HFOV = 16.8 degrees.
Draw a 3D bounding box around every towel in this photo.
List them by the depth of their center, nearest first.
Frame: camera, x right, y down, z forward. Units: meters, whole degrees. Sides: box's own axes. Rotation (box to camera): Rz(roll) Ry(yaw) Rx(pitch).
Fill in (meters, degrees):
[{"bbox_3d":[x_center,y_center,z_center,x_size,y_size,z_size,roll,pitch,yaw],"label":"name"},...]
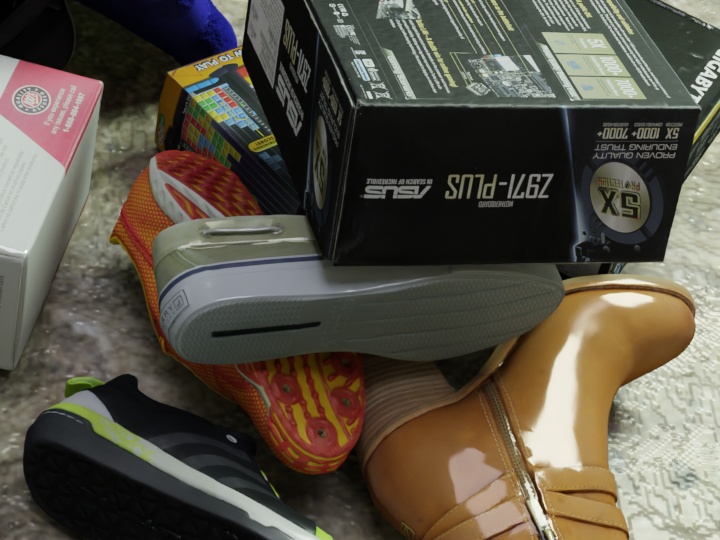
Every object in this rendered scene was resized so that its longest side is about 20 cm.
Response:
[{"bbox_3d":[-0.142,-0.181,1.301,0.148,0.200,0.050,31,83,17],"label":"towel"}]

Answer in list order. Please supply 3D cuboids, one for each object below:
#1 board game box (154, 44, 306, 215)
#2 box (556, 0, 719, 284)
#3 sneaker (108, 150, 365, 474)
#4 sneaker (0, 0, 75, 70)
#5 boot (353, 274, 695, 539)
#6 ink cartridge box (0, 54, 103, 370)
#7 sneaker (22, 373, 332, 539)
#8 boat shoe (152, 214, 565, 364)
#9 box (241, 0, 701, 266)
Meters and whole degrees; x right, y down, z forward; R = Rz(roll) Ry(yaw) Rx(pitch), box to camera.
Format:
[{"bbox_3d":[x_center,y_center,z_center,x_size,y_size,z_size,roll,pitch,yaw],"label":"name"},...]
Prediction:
[{"bbox_3d":[0.017,-0.069,1.319,0.200,0.057,0.165,-24,54,-35],"label":"board game box"},{"bbox_3d":[0.101,-0.088,1.289,0.160,0.049,0.200,27,44,14],"label":"box"},{"bbox_3d":[-0.058,0.028,1.183,0.073,0.077,0.200,3,41,-37],"label":"sneaker"},{"bbox_3d":[-0.208,-0.150,1.254,0.078,0.200,0.079,-47,43,-2],"label":"sneaker"},{"bbox_3d":[0.101,0.089,1.165,0.200,0.074,0.155,-19,50,-16],"label":"boot"},{"bbox_3d":[-0.243,-0.049,1.203,0.200,0.083,0.147,15,42,1],"label":"ink cartridge box"},{"bbox_3d":[-0.060,0.102,1.105,0.200,0.072,0.083,31,42,16],"label":"sneaker"},{"bbox_3d":[0.000,0.000,1.127,0.200,0.072,0.062,-1,53,-25],"label":"boat shoe"},{"bbox_3d":[0.045,-0.090,1.151,0.164,0.086,0.200,-1,34,-17],"label":"box"}]
